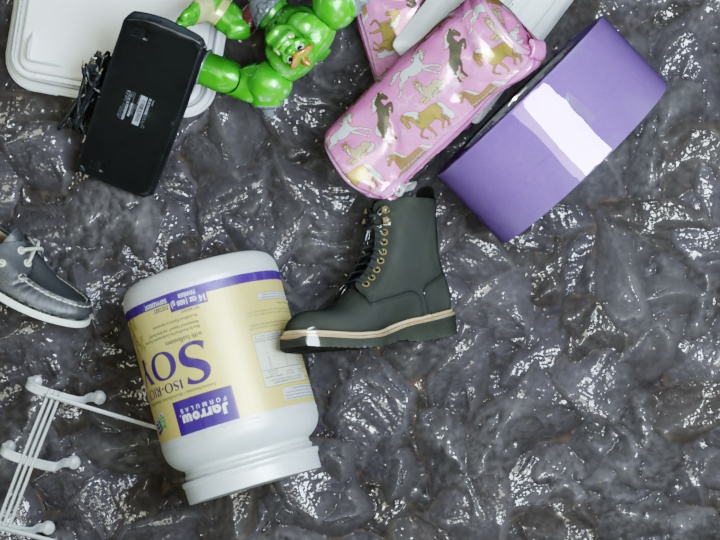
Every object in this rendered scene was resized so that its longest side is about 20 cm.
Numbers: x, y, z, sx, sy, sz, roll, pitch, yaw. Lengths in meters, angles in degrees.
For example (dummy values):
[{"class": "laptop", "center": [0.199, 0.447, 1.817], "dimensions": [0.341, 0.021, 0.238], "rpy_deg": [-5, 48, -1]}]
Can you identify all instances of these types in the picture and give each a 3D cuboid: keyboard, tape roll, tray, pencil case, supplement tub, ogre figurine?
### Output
[{"class": "keyboard", "center": [-0.206, -0.159, 1.691], "dimensions": [0.104, 0.040, 0.200], "rpy_deg": [22, 132, -6]}, {"class": "tape roll", "center": [0.165, -0.122, 1.632], "dimensions": [0.200, 0.200, 0.085], "rpy_deg": [-44, 92, 6]}, {"class": "tray", "center": [0.126, -0.238, 1.669], "dimensions": [0.107, 0.022, 0.200], "rpy_deg": [41, 76, -14]}, {"class": "pencil case", "center": [0.063, -0.148, 1.601], "dimensions": [0.086, 0.083, 0.200], "rpy_deg": [42, 108, -15]}, {"class": "supplement tub", "center": [-0.120, 0.096, 1.679], "dimensions": [0.145, 0.145, 0.201], "rpy_deg": [-17, 83, 4]}, {"class": "ogre figurine", "center": [-0.077, -0.226, 1.656], "dimensions": [0.120, 0.098, 0.200], "rpy_deg": [41, 87, -4]}, {"class": "pencil case", "center": [0.041, -0.206, 1.690], "dimensions": [0.086, 0.083, 0.201], "rpy_deg": [-14, 96, 28]}]

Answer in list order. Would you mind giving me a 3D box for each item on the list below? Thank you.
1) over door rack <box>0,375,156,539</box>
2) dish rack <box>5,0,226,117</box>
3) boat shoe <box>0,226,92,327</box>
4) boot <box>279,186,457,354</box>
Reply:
[{"class": "over door rack", "center": [-0.241, 0.195, 1.756], "dimensions": [0.199, 0.067, 0.148], "rpy_deg": [21, 97, -13]}, {"class": "dish rack", "center": [-0.221, -0.236, 1.719], "dimensions": [0.199, 0.044, 0.172], "rpy_deg": [10, 95, 1]}, {"class": "boat shoe", "center": [-0.329, -0.014, 1.733], "dimensions": [0.200, 0.074, 0.060], "rpy_deg": [29, 101, 8]}, {"class": "boot", "center": [0.000, 0.000, 1.676], "dimensions": [0.077, 0.200, 0.139], "rpy_deg": [-5, 91, 40]}]
